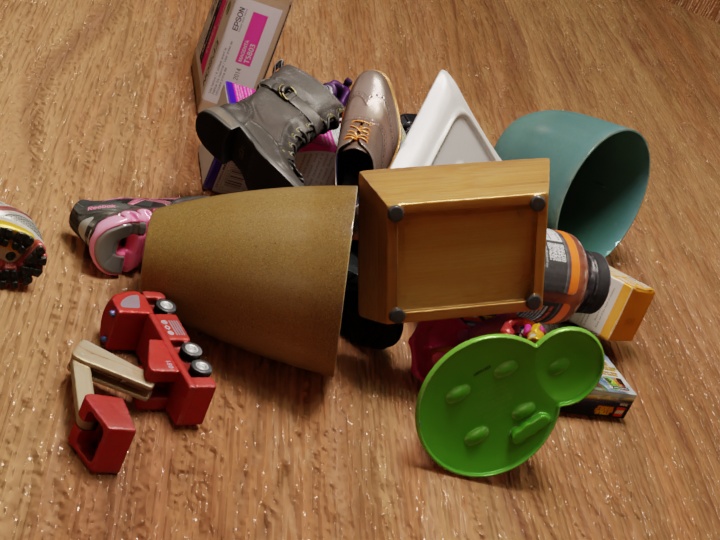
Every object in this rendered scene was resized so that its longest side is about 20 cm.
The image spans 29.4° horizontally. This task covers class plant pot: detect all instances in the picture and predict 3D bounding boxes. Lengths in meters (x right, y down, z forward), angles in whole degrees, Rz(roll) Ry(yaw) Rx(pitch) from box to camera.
[{"bbox_3d":[0.269,-0.125,1.863,0.160,0.203,0.199,31,24,37],"label":"plant pot"},{"bbox_3d":[-0.110,0.000,1.345,0.197,0.189,0.187,6,28,0],"label":"plant pot"}]

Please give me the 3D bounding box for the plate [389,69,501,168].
[{"bbox_3d":[0.102,-0.090,1.566,0.032,0.202,0.200,12,-25,36],"label":"plate"}]

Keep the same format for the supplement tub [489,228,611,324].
[{"bbox_3d":[0.179,0.003,1.522,0.197,0.108,0.107,9,31,-25],"label":"supplement tub"}]

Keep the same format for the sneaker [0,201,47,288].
[{"bbox_3d":[-0.391,-0.046,1.275,0.198,0.078,0.082,23,21,-27],"label":"sneaker"}]

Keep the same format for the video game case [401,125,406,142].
[{"bbox_3d":[0.050,-0.117,1.664,0.182,0.023,0.202,-50,117,-75],"label":"video game case"}]

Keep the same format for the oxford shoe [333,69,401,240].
[{"bbox_3d":[0.006,-0.139,1.510,0.070,0.073,0.203,2,69,8],"label":"oxford shoe"}]

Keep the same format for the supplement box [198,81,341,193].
[{"bbox_3d":[-0.086,-0.138,1.665,0.198,0.102,0.104,16,28,-20],"label":"supplement box"}]

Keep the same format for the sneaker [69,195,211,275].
[{"bbox_3d":[-0.218,-0.052,1.438,0.095,0.080,0.199,31,23,37],"label":"sneaker"}]

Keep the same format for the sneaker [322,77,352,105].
[{"bbox_3d":[-0.074,-0.209,1.815,0.074,0.088,0.200,31,27,11],"label":"sneaker"}]

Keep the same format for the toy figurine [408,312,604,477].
[{"bbox_3d":[0.126,0.087,1.394,0.151,0.198,0.184,63,-2,-26],"label":"toy figurine"}]

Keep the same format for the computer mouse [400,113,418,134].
[{"bbox_3d":[0.071,-0.209,2.002,0.198,0.047,0.140,-9,38,-41],"label":"computer mouse"}]

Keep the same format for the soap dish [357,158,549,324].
[{"bbox_3d":[0.097,-0.026,1.371,0.197,0.159,0.081,-5,26,-10],"label":"soap dish"}]

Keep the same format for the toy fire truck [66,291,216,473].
[{"bbox_3d":[-0.205,0.091,1.209,0.140,0.049,0.200,4,34,-36],"label":"toy fire truck"}]

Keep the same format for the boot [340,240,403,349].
[{"bbox_3d":[0.000,0.001,1.527,0.197,0.074,0.162,32,28,22],"label":"boot"}]

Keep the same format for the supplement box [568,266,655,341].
[{"bbox_3d":[0.245,0.008,1.666,0.198,0.074,0.126,29,9,23],"label":"supplement box"}]

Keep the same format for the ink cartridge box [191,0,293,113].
[{"bbox_3d":[-0.158,-0.318,1.812,0.074,0.202,0.165,15,27,-18],"label":"ink cartridge box"}]

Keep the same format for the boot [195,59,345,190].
[{"bbox_3d":[-0.071,-0.150,1.545,0.200,0.069,0.173,47,49,13],"label":"boot"}]

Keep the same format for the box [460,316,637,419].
[{"bbox_3d":[0.199,0.103,1.550,0.198,0.040,0.137,10,30,-30],"label":"box"}]
